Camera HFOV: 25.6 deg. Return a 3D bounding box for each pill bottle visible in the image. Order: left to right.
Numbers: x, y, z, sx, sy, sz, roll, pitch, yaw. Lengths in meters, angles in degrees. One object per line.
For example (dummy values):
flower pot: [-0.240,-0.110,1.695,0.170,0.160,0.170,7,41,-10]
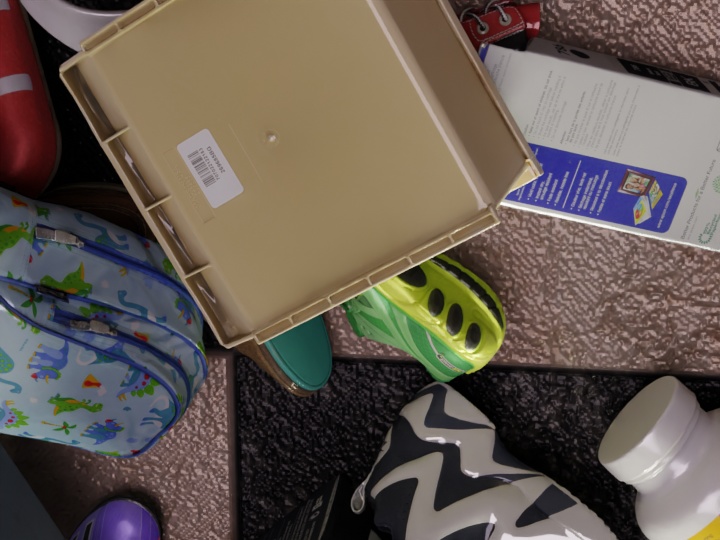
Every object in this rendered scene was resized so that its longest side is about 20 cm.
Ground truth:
pill bottle: [0.249,0.161,1.023,0.200,0.104,0.104,41,108,-7]

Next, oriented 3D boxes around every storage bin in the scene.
storage bin: [-0.036,-0.086,0.899,0.197,0.094,0.201,-26,100,25]

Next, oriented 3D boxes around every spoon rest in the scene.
spoon rest: [-0.133,-0.148,0.991,0.198,0.061,0.100,29,139,1]

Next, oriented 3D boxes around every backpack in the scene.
backpack: [-0.189,0.033,0.973,0.163,0.198,0.155,-44,54,36]

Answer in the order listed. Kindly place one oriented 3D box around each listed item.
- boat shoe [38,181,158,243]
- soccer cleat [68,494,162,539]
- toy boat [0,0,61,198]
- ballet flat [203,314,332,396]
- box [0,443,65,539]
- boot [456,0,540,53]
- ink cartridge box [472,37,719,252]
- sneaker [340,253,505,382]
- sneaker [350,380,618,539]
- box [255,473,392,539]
boat shoe: [-0.230,-0.009,1.051,0.197,0.068,0.073,-11,106,10]
soccer cleat: [-0.206,0.248,1.129,0.068,0.073,0.201,35,109,-5]
toy boat: [-0.274,-0.124,0.974,0.129,0.131,0.202,-19,84,13]
ballet flat: [-0.088,-0.002,1.034,0.072,0.068,0.201,-6,125,37]
box: [-0.293,0.203,1.020,0.181,0.104,0.201,-26,104,21]
boot: [0.027,-0.155,0.971,0.144,0.073,0.201,-34,108,16]
ink cartridge box: [0.146,-0.079,0.961,0.197,0.039,0.100,11,115,-17]
sneaker: [0.000,0.000,1.016,0.200,0.074,0.084,43,136,7]
sneaker: [0.077,0.182,1.026,0.199,0.080,0.130,43,82,7]
box: [-0.045,0.269,1.098,0.199,0.104,0.148,-39,100,18]
